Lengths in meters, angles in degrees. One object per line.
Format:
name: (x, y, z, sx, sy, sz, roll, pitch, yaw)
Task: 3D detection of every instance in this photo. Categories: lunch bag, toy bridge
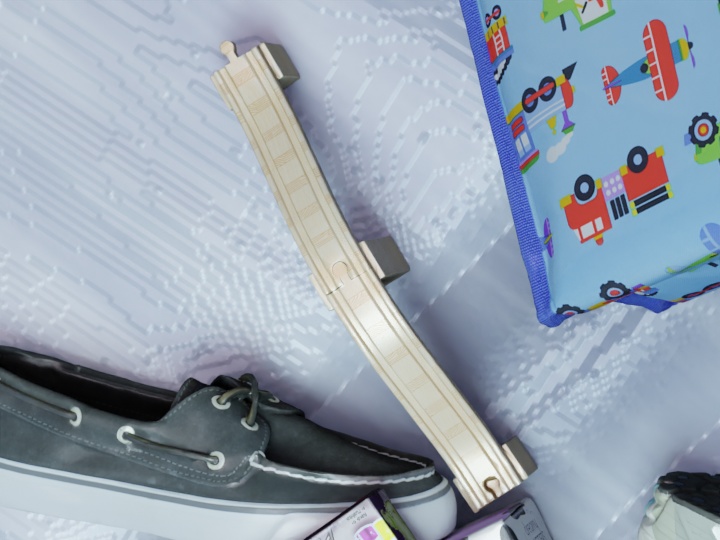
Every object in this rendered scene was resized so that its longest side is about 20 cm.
lunch bag: (0.112, -0.101, 1.032, 0.150, 0.094, 0.200, -26, 78, 34)
toy bridge: (0.000, 0.000, 1.081, 0.027, 0.067, 0.200, -32, 87, 10)

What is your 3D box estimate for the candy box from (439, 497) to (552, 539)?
candy box: (0.032, 0.212, 1.081, 0.168, 0.072, 0.200, -29, 87, 12)

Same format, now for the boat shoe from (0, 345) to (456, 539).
boat shoe: (-0.061, 0.067, 1.088, 0.200, 0.069, 0.057, 6, 104, 16)

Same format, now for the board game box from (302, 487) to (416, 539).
board game box: (-0.040, 0.183, 1.045, 0.200, 0.032, 0.120, -36, 90, 12)

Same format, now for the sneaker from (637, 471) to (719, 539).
sneaker: (0.189, 0.147, 1.058, 0.200, 0.078, 0.086, 24, 109, 16)
